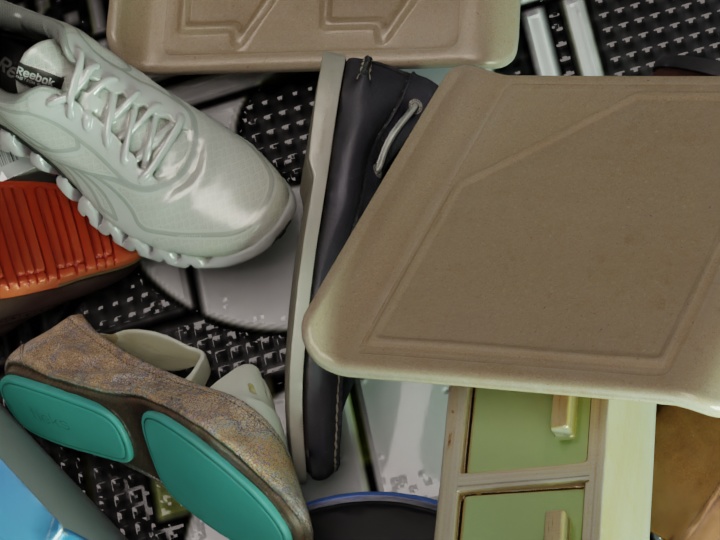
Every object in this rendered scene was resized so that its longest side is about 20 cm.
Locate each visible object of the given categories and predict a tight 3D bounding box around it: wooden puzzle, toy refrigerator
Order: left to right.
[{"bbox_3d":[-0.017,-0.182,1.213,0.198,0.046,0.187,1,74,10],"label":"wooden puzzle"},{"bbox_3d":[0.074,0.119,1.025,0.075,0.070,0.201,-7,57,23],"label":"toy refrigerator"},{"bbox_3d":[0.097,-0.015,1.054,0.199,0.037,0.186,7,49,30],"label":"wooden puzzle"}]

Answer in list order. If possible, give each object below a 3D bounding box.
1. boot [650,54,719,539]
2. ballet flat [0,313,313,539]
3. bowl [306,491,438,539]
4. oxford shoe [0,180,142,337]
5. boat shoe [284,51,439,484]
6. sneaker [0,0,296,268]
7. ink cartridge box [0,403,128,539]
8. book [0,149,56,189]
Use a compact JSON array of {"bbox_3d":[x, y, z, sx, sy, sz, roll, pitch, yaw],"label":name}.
[{"bbox_3d":[0.165,0.023,1.108,0.188,0.068,0.201,34,93,15],"label":"boot"},{"bbox_3d":[-0.081,0.064,1.124,0.199,0.068,0.067,24,52,35],"label":"ballet flat"},{"bbox_3d":[0.002,0.188,1.073,0.199,0.039,0.202,-6,59,9],"label":"bowl"},{"bbox_3d":[-0.197,0.011,1.195,0.198,0.073,0.072,-12,47,-6],"label":"oxford shoe"},{"bbox_3d":[0.000,0.000,1.137,0.062,0.073,0.202,6,80,-3],"label":"boat shoe"},{"bbox_3d":[-0.121,-0.068,1.157,0.199,0.081,0.075,29,73,16],"label":"sneaker"},{"bbox_3d":[-0.219,0.153,1.107,0.200,0.147,0.145,-46,69,-3],"label":"ink cartridge box"},{"bbox_3d":[-0.247,-0.109,1.248,0.133,0.048,0.201,-23,70,3],"label":"book"}]
